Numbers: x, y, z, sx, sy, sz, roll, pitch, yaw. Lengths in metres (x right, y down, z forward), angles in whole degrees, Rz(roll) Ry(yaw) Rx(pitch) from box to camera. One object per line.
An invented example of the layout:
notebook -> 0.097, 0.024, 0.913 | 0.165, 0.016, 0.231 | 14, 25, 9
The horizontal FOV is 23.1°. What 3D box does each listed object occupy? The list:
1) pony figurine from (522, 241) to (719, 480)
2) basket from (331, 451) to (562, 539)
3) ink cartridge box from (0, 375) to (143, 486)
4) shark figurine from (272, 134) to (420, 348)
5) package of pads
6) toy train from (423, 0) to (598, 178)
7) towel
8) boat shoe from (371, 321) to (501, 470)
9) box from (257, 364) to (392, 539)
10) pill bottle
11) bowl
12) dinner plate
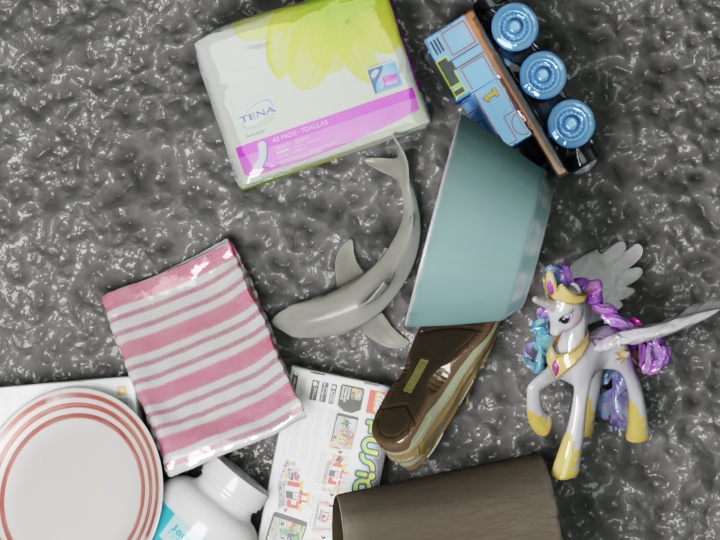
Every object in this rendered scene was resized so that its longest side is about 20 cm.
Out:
pony figurine -> 0.231, 0.071, 1.653 | 0.192, 0.166, 0.202 | -20, 119, -33
basket -> 0.077, 0.261, 1.638 | 0.197, 0.137, 0.182 | -3, 56, -7
ink cartridge box -> -0.308, 0.157, 1.710 | 0.197, 0.037, 0.096 | -5, 89, -3
shark figurine -> 0.020, -0.009, 1.692 | 0.127, 0.090, 0.216 | 30, 90, -1
package of pads -> -0.048, -0.183, 1.704 | 0.198, 0.068, 0.156 | -19, 89, -1
toy train -> 0.147, -0.169, 1.700 | 0.114, 0.087, 0.201 | -30, 91, 8
towel -> -0.152, 0.082, 1.681 | 0.145, 0.030, 0.202 | -24, 66, -1
boat shoe -> 0.083, 0.101, 1.701 | 0.071, 0.076, 0.201 | 22, 69, 41
box -> -0.034, 0.202, 1.709 | 0.109, 0.035, 0.203 | 12, 88, 0
pill bottle -> -0.172, 0.273, 1.669 | 0.110, 0.111, 0.201 | 36, 89, 1
bowl -> 0.115, -0.034, 1.632 | 0.104, 0.201, 0.203 | 14, 88, 3
dinner plate -> -0.272, 0.212, 1.659 | 0.198, 0.024, 0.203 | -4, 77, 17
